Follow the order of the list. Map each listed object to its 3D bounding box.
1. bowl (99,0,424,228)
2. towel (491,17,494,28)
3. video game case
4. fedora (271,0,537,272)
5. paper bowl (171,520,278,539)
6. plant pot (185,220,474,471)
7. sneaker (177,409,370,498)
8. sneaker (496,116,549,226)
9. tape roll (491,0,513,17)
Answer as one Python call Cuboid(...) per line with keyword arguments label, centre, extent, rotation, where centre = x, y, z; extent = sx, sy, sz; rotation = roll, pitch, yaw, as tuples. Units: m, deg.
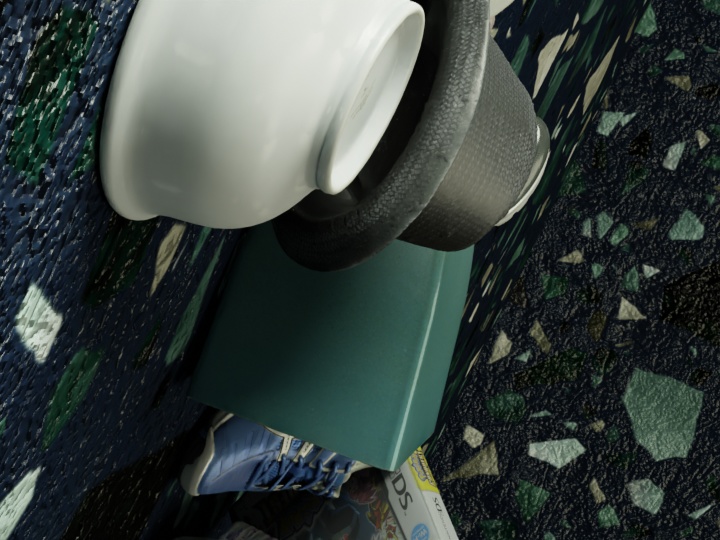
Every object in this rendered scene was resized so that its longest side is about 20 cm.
Cuboid(label="bowl", centre=(-0.031, -0.097, 0.730), extent=(0.202, 0.090, 0.201), rotation=(-61, 170, -17))
Cuboid(label="towel", centre=(0.061, -0.142, 1.264), extent=(0.201, 0.032, 0.191), rotation=(-61, 170, -18))
Cuboid(label="video game case", centre=(-0.018, 0.206, 1.242), extent=(0.025, 0.181, 0.200), rotation=(19, 125, -40))
Cuboid(label="fedora", centre=(0.033, -0.077, 0.840), extent=(0.200, 0.091, 0.202), rotation=(-38, -143, 36))
Cuboid(label="paper bowl", centre=(-0.126, 0.278, 1.154), extent=(0.202, 0.104, 0.201), rotation=(-61, 170, -19))
Cuboid(label="plant pot", centre=(0.000, 0.000, 1.014), extent=(0.141, 0.140, 0.201), rotation=(-18, 126, -76))
Cuboid(label="sneaker", centre=(-0.044, 0.126, 1.140), extent=(0.199, 0.077, 0.076), rotation=(-15, 140, -42))
Cuboid(label="sneaker", centre=(0.061, -0.060, 1.167), extent=(0.199, 0.075, 0.085), rotation=(-34, 162, -12))
Cuboid(label="tape roll", centre=(0.105, -0.242, 0.956), extent=(0.203, 0.037, 0.203), rotation=(-48, 166, -16))
